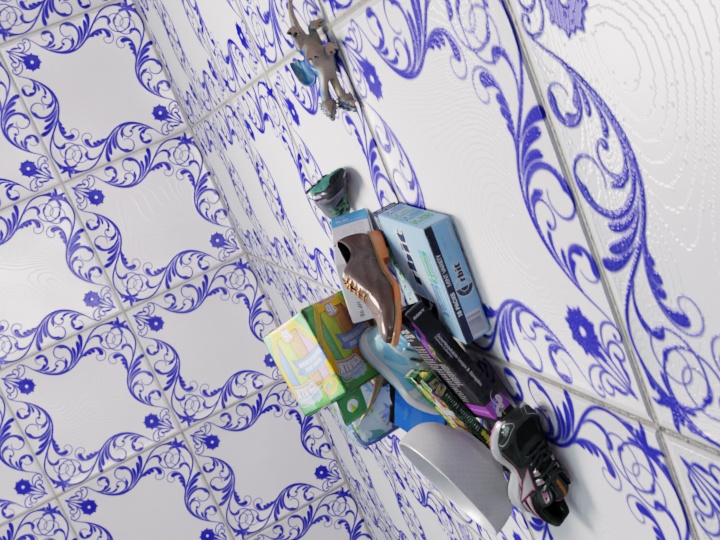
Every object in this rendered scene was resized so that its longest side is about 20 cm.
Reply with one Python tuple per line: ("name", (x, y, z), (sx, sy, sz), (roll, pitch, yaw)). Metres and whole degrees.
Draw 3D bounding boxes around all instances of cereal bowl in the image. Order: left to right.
("cereal bowl", (0.155, 0.299, 1.286), (0.200, 0.083, 0.200), (42, 168, 11))

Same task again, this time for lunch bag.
("lunch bag", (0.015, 0.235, 1.702), (0.201, 0.160, 0.083), (60, 163, 9))

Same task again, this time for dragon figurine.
("dragon figurine", (-0.069, -0.309, 1.247), (0.201, 0.058, 0.100), (57, 164, 26))

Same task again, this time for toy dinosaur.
("toy dinosaur", (0.038, 0.173, 1.520), (0.058, 0.202, 0.101), (6, 150, 22))

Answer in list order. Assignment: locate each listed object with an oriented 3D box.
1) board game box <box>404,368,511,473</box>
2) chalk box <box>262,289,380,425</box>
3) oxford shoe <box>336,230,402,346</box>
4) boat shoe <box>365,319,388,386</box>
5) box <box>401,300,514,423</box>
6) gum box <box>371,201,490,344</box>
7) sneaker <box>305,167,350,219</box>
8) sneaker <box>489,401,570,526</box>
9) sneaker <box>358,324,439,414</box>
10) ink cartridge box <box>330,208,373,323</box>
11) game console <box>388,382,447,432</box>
("board game box", (0.154, 0.230, 1.312), (0.200, 0.023, 0.105), (46, 170, -5))
("chalk box", (-0.047, 0.158, 1.433), (0.123, 0.124, 0.201), (-35, 84, 41))
("oxford shoe", (0.012, 0.028, 1.215), (0.072, 0.072, 0.201), (99, 161, -44))
("boat shoe", (0.014, 0.125, 1.657), (0.075, 0.074, 0.205), (-3, 99, 55))
("box", (0.127, 0.131, 1.223), (0.200, 0.036, 0.143), (48, 171, -1))
("gum box", (0.095, -0.003, 1.200), (0.171, 0.044, 0.200), (67, 166, -16))
("sneaker", (-0.038, -0.125, 1.486), (0.088, 0.074, 0.200), (50, 177, -10))
("sneaker", (0.235, 0.256, 1.109), (0.086, 0.080, 0.201), (30, 153, 47))
("sneaker", (0.103, 0.147, 1.383), (0.199, 0.080, 0.130), (39, 134, -9))
("ink cartridge box", (0.000, 0.000, 1.389), (0.201, 0.066, 0.117), (-98, -8, -59))
("game console", (0.109, 0.214, 1.561), (0.170, 0.119, 0.201), (31, 155, 19))
